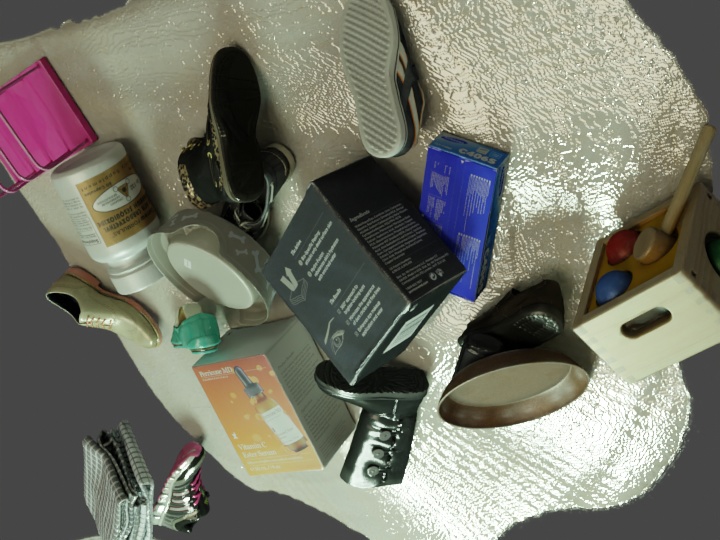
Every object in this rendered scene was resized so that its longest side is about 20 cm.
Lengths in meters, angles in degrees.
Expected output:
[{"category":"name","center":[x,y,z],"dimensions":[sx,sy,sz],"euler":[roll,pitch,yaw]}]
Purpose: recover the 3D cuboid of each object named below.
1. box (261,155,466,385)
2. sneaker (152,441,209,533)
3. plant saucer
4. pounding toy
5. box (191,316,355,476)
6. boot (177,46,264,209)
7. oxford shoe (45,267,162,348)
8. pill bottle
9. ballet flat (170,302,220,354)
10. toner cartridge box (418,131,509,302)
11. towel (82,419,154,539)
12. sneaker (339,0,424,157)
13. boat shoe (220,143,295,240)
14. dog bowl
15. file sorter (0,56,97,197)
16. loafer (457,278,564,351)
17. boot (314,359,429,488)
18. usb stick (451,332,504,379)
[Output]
[{"category":"box","center":[0.000,0.000,1.583],"dimensions":[0.200,0.117,0.197],"euler":[50,140,13]},{"category":"sneaker","center":[-0.283,0.366,2.073],"dimensions":[0.087,0.074,0.201],"euler":[25,124,-3]},{"category":"plant saucer","center":[0.192,0.148,1.587],"dimensions":[0.200,0.199,0.035],"euler":[-39,52,42]},{"category":"pounding toy","center":[0.341,-0.017,1.373],"dimensions":[0.142,0.185,0.199],"euler":[42,133,-15]},{"category":"box","center":[-0.126,0.187,1.831],"dimensions":[0.151,0.106,0.201],"euler":[-12,112,37]},{"category":"boot","center":[-0.189,-0.180,1.642],"dimensions":[0.150,0.073,0.203],"euler":[-12,86,59]},{"category":"oxford shoe","center":[-0.403,0.074,1.952],"dimensions":[0.199,0.074,0.071],"euler":[28,130,14]},{"category":"pill bottle","center":[-0.354,-0.074,1.798],"dimensions":[0.113,0.114,0.202],"euler":[-9,114,35]},{"category":"ballet flat","center":[-0.243,0.082,1.835],"dimensions":[0.200,0.067,0.071],"euler":[177,85,-74]},{"category":"toner cartridge box","center":[0.122,-0.065,1.554],"dimensions":[0.094,0.043,0.202],"euler":[21,128,18]},{"category":"towel","center":[-0.409,0.381,2.096],"dimensions":[0.166,0.085,0.202],"euler":[55,146,42]},{"category":"sneaker","center":[0.027,-0.235,1.488],"dimensions":[0.078,0.079,0.203],"euler":[-6,92,28]},{"category":"boat shoe","center":[-0.155,-0.089,1.698],"dimensions":[0.072,0.063,0.200],"euler":[39,132,4]},{"category":"dog bowl","center":[-0.201,-0.008,1.741],"dimensions":[0.199,0.059,0.201],"euler":[26,153,14]},{"category":"file sorter","center":[-0.515,-0.190,1.816],"dimensions":[0.199,0.125,0.140],"euler":[-22,107,39]},{"category":"loafer","center":[0.198,0.065,1.581],"dimensions":[0.073,0.072,0.200],"euler":[34,150,-18]},{"category":"boot","center":[0.000,0.222,1.772],"dimensions":[0.163,0.066,0.201],"euler":[9,130,-7]},{"category":"usb stick","center":[0.149,0.138,1.629],"dimensions":[0.055,0.033,0.201],"euler":[17,151,5]}]
